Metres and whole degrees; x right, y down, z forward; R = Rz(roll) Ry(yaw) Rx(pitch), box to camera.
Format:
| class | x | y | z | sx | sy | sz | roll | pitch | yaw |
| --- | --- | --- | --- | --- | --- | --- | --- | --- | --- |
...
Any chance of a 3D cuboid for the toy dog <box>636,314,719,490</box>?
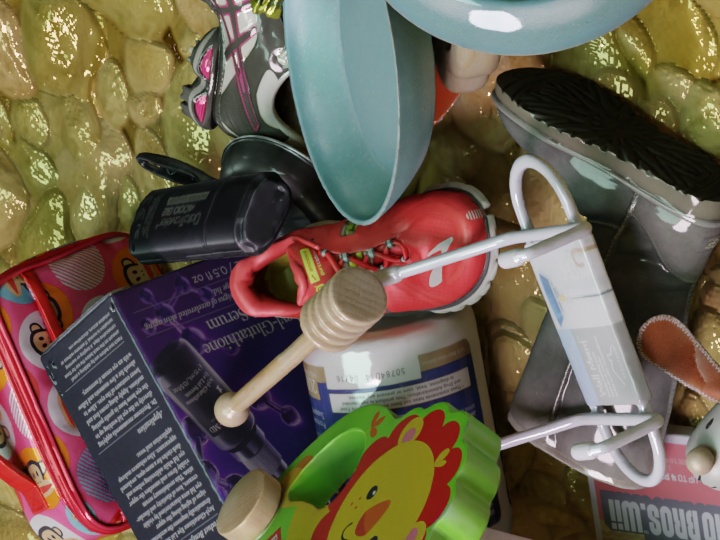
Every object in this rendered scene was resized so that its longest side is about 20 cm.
| class | x | y | z | sx | sy | sz | roll | pitch | yaw |
| --- | --- | --- | --- | --- | --- | --- | --- | --- | --- |
| toy dog | 0.215 | 0.037 | 1.468 | 0.132 | 0.096 | 0.200 | 12 | 108 | 40 |

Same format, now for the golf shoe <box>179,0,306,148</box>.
| class | x | y | z | sx | sy | sz | roll | pitch | yaw |
| --- | --- | --- | --- | --- | --- | --- | --- | --- | --- |
| golf shoe | -0.059 | -0.170 | 1.705 | 0.088 | 0.077 | 0.200 | 25 | 132 | 28 |

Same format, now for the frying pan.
| class | x | y | z | sx | sy | sz | roll | pitch | yaw |
| --- | --- | --- | --- | --- | --- | --- | --- | --- | --- |
| frying pan | -0.078 | -0.056 | 1.757 | 0.190 | 0.031 | 0.115 | 29 | 148 | 18 |

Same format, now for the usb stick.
| class | x | y | z | sx | sy | sz | roll | pitch | yaw |
| --- | --- | --- | --- | --- | --- | --- | --- | --- | --- |
| usb stick | -0.098 | -0.032 | 1.724 | 0.200 | 0.033 | 0.056 | -4 | 64 | 64 |

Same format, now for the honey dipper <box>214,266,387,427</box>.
| class | x | y | z | sx | sy | sz | roll | pitch | yaw |
| --- | --- | --- | --- | --- | --- | --- | --- | --- | --- |
| honey dipper | -0.041 | 0.053 | 1.639 | 0.038 | 0.038 | 0.200 | 60 | 147 | 9 |

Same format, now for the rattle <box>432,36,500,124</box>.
| class | x | y | z | sx | sy | sz | roll | pitch | yaw |
| --- | --- | --- | --- | --- | --- | --- | --- | --- | --- |
| rattle | 0.093 | -0.164 | 1.577 | 0.130 | 0.143 | 0.200 | 56 | 166 | 31 |

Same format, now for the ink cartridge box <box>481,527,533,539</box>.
| class | x | y | z | sx | sy | sz | roll | pitch | yaw |
| --- | --- | --- | --- | --- | --- | --- | --- | --- | --- |
| ink cartridge box | 0.091 | 0.242 | 1.586 | 0.200 | 0.129 | 0.125 | 14 | 119 | 11 |

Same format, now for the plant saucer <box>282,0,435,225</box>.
| class | x | y | z | sx | sy | sz | roll | pitch | yaw |
| --- | --- | --- | --- | --- | --- | --- | --- | --- | --- |
| plant saucer | 0.002 | -0.127 | 1.585 | 0.200 | 0.036 | 0.200 | 171 | 90 | -73 |

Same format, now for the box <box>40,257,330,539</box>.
| class | x | y | z | sx | sy | sz | roll | pitch | yaw |
| --- | --- | --- | --- | --- | --- | --- | --- | --- | --- |
| box | -0.090 | 0.100 | 1.784 | 0.104 | 0.148 | 0.200 | -39 | 78 | 46 |

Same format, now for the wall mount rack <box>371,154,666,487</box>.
| class | x | y | z | sx | sy | sz | roll | pitch | yaw |
| --- | --- | --- | --- | --- | --- | --- | --- | --- | --- |
| wall mount rack | 0.090 | 0.041 | 1.529 | 0.174 | 0.075 | 0.200 | -9 | 103 | 66 |

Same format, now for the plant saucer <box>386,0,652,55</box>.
| class | x | y | z | sx | sy | sz | roll | pitch | yaw |
| --- | --- | --- | --- | --- | --- | --- | --- | --- | --- |
| plant saucer | 0.086 | -0.216 | 1.461 | 0.200 | 0.200 | 0.027 | 56 | 180 | 13 |

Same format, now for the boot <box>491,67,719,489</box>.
| class | x | y | z | sx | sy | sz | roll | pitch | yaw |
| --- | --- | --- | --- | --- | --- | --- | --- | --- | --- |
| boot | 0.126 | 0.004 | 1.576 | 0.182 | 0.073 | 0.200 | 39 | 131 | 31 |

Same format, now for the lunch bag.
| class | x | y | z | sx | sy | sz | roll | pitch | yaw |
| --- | --- | --- | --- | --- | --- | --- | --- | --- | --- |
| lunch bag | -0.193 | 0.085 | 1.862 | 0.082 | 0.176 | 0.200 | -26 | 87 | 48 |

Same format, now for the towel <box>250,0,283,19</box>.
| class | x | y | z | sx | sy | sz | roll | pitch | yaw |
| --- | --- | --- | --- | --- | --- | --- | --- | --- | --- |
| towel | -0.032 | -0.250 | 1.571 | 0.086 | 0.018 | 0.200 | -109 | 34 | -52 |

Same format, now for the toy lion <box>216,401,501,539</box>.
| class | x | y | z | sx | sy | sz | roll | pitch | yaw |
| --- | --- | --- | --- | --- | --- | --- | --- | --- | --- |
| toy lion | 0.003 | 0.143 | 1.546 | 0.069 | 0.200 | 0.192 | 37 | 110 | -22 |

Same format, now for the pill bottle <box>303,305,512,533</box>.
| class | x | y | z | sx | sy | sz | roll | pitch | yaw |
| --- | --- | --- | --- | --- | --- | --- | --- | --- | --- |
| pill bottle | 0.033 | 0.125 | 1.691 | 0.111 | 0.111 | 0.200 | 1 | 106 | 46 |

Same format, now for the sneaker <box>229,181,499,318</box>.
| class | x | y | z | sx | sy | sz | roll | pitch | yaw |
| --- | --- | --- | --- | --- | --- | --- | --- | --- | --- |
| sneaker | 0.000 | 0.000 | 1.629 | 0.200 | 0.085 | 0.077 | -17 | 87 | 45 |

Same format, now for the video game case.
| class | x | y | z | sx | sy | sz | roll | pitch | yaw |
| --- | --- | --- | --- | --- | --- | --- | --- | --- | --- |
| video game case | 0.202 | 0.189 | 1.613 | 0.143 | 0.017 | 0.200 | 4 | 109 | 45 |
